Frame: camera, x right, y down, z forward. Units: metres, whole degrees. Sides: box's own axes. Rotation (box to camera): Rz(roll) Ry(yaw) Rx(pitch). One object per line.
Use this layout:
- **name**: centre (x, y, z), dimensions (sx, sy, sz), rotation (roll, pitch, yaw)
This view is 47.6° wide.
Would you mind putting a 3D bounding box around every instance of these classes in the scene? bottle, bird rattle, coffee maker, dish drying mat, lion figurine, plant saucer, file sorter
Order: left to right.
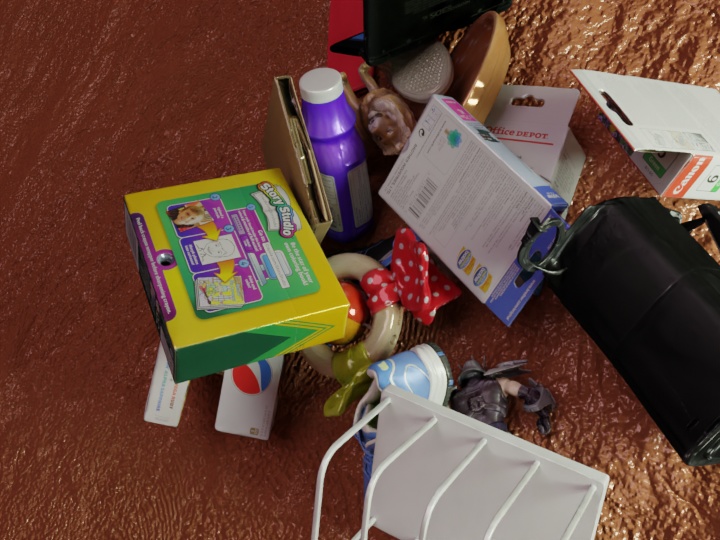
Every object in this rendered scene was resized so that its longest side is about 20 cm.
- **bottle**: centre (-0.031, -0.128, 0.921), dimensions (0.065, 0.203, 0.083), rotation (-31, 47, -21)
- **dish drying mat**: centre (-0.012, -0.321, 1.117), dimensions (0.075, 0.018, 0.204), rotation (-14, 62, 29)
- **bird rattle**: centre (-0.002, 0.047, 0.832), dimensions (0.161, 0.112, 0.204), rotation (23, 101, 31)
- **lion figurine**: centre (-0.002, -0.164, 0.986), dimensions (0.072, 0.200, 0.124), rotation (-26, 82, -27)
- **file sorter**: centre (0.069, 0.207, 0.639), dimensions (0.197, 0.124, 0.142), rotation (19, 115, 28)
- **plant saucer**: centre (0.107, -0.186, 0.901), dimensions (0.202, 0.037, 0.201), rotation (-59, 13, 23)
- **coffee maker**: centre (0.246, 0.050, 0.661), dimensions (0.188, 0.136, 0.201), rotation (-12, 48, -24)

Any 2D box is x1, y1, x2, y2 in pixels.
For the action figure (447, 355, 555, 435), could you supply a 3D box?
- **action figure**: centre (0.126, 0.168, 0.761), dimensions (0.129, 0.069, 0.203), rotation (-32, 50, 25)

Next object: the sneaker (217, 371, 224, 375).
- **sneaker**: centre (-0.126, 0.032, 0.997), dimensions (0.087, 0.075, 0.205), rotation (9, 82, 28)

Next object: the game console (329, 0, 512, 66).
- **game console**: centre (0.067, -0.323, 0.930), dimensions (0.197, 0.177, 0.117), rotation (-27, 59, -16)

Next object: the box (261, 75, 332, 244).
- **box**: centre (-0.077, -0.103, 0.926), dimensions (0.021, 0.200, 0.167), rotation (-14, 81, -13)

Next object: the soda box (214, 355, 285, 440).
- **soda box**: centre (-0.111, 0.077, 0.905), dimensions (0.062, 0.068, 0.205), rotation (10, 96, -1)

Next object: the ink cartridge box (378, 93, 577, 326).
- **ink cartridge box**: centre (0.112, -0.059, 0.777), dimensions (0.201, 0.041, 0.120), rotation (49, 124, 28)

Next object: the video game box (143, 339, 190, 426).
- **video game box**: centre (-0.198, 0.042, 0.943), dimensions (0.202, 0.046, 0.185), rotation (-92, 16, -57)

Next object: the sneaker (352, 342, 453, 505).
- **sneaker**: centre (0.024, 0.159, 0.781), dimensions (0.076, 0.076, 0.204), rotation (42, 129, 50)

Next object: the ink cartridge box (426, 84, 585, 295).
- **ink cartridge box**: centre (0.160, -0.089, 0.857), dimensions (0.114, 0.068, 0.204), rotation (14, 76, 37)

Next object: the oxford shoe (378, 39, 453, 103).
- **oxford shoe**: centre (0.068, -0.233, 0.963), dimensions (0.075, 0.058, 0.201), rotation (-35, 30, 2)

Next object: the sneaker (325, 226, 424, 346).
- **sneaker**: centre (0.000, 0.000, 0.920), dimensions (0.199, 0.070, 0.079), rotation (-39, 59, 14)

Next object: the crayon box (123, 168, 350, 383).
- **crayon box**: centre (-0.126, -0.004, 0.804), dimensions (0.169, 0.059, 0.202), rotation (-12, 52, -22)

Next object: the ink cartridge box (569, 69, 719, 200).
- **ink cartridge box**: centre (0.270, -0.117, 0.719), dimensions (0.051, 0.196, 0.110), rotation (-62, 41, 40)
